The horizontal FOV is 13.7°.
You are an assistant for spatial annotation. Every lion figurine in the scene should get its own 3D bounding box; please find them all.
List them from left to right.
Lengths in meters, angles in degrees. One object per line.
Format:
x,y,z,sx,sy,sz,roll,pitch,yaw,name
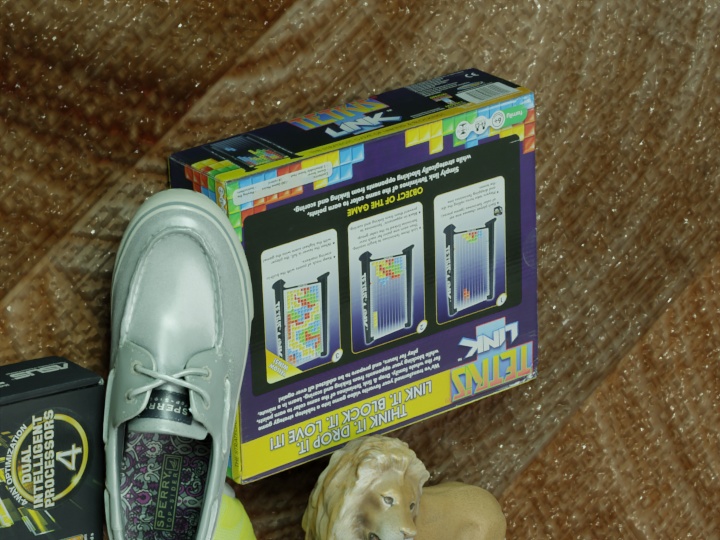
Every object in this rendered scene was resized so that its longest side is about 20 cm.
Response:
0.028,0.141,1.591,0.200,0.072,0.123,1,116,-61,lion figurine

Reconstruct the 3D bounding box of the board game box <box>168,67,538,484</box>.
0.000,0.000,1.546,0.199,0.057,0.166,-17,118,-34,board game box

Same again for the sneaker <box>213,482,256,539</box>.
-0.067,0.199,1.549,0.075,0.076,0.201,-20,116,-31,sneaker

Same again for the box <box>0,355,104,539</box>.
-0.200,0.152,1.442,0.161,0.049,0.201,-9,110,-36,box

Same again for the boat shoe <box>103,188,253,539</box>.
-0.088,0.065,1.443,0.070,0.072,0.202,3,108,-3,boat shoe
